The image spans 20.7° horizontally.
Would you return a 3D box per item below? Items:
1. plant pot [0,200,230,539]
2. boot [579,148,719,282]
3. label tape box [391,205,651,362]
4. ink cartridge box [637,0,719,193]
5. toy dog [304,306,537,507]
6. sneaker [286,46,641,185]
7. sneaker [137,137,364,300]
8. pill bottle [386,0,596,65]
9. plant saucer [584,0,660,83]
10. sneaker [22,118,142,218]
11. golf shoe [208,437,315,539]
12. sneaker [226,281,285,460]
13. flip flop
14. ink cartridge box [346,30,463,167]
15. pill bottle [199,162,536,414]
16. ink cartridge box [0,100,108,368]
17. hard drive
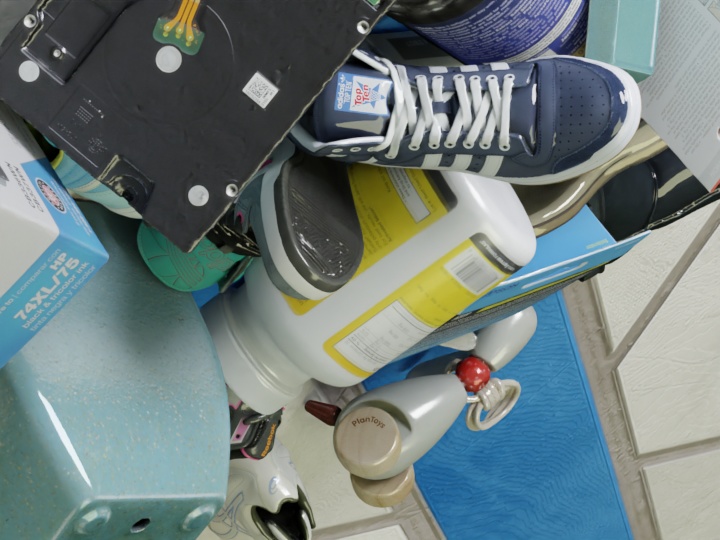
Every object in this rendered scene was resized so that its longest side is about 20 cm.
[{"bbox_3d":[-0.189,0.095,1.127,0.195,0.200,0.197,8,128,-50],"label":"plant pot"},{"bbox_3d":[0.214,-0.085,1.430,0.167,0.077,0.200,-32,154,-6],"label":"boot"},{"bbox_3d":[0.084,-0.002,1.345,0.142,0.067,0.200,-19,170,-27],"label":"label tape box"},{"bbox_3d":[0.192,-0.152,1.187,0.050,0.200,0.109,-2,136,-45],"label":"ink cartridge box"},{"bbox_3d":[0.037,0.086,1.495,0.200,0.096,0.132,-35,151,-36],"label":"toy dog"},{"bbox_3d":[0.045,-0.089,1.074,0.108,0.199,0.071,11,82,-57],"label":"sneaker"},{"bbox_3d":[-0.070,-0.024,1.124,0.120,0.201,0.084,-37,116,17],"label":"sneaker"},{"bbox_3d":[0.059,-0.180,1.096,0.112,0.112,0.200,-45,150,14],"label":"pill bottle"},{"bbox_3d":[0.157,-0.209,1.128,0.070,0.019,0.202,1,94,-58],"label":"plant saucer"},{"bbox_3d":[-0.109,-0.111,1.046,0.200,0.080,0.130,-50,149,20],"label":"sneaker"},{"bbox_3d":[-0.072,0.183,1.482,0.078,0.097,0.200,-33,152,-11],"label":"golf shoe"},{"bbox_3d":[-0.076,0.084,1.344,0.200,0.087,0.080,-47,152,16],"label":"sneaker"},{"bbox_3d":[0.135,-0.079,1.282,0.199,0.081,0.058,-32,113,-5],"label":"flip flop"},{"bbox_3d":[0.038,-0.071,1.294,0.162,0.057,0.201,-11,136,-39],"label":"ink cartridge box"},{"bbox_3d":[0.000,0.000,1.209,0.199,0.113,0.112,-35,152,14],"label":"pill bottle"},{"bbox_3d":[-0.253,-0.034,0.929,0.146,0.147,0.200,-42,151,11],"label":"ink cartridge box"},{"bbox_3d":[-0.075,-0.129,0.981,0.200,0.139,0.038,-51,-176,6],"label":"hard drive"}]
